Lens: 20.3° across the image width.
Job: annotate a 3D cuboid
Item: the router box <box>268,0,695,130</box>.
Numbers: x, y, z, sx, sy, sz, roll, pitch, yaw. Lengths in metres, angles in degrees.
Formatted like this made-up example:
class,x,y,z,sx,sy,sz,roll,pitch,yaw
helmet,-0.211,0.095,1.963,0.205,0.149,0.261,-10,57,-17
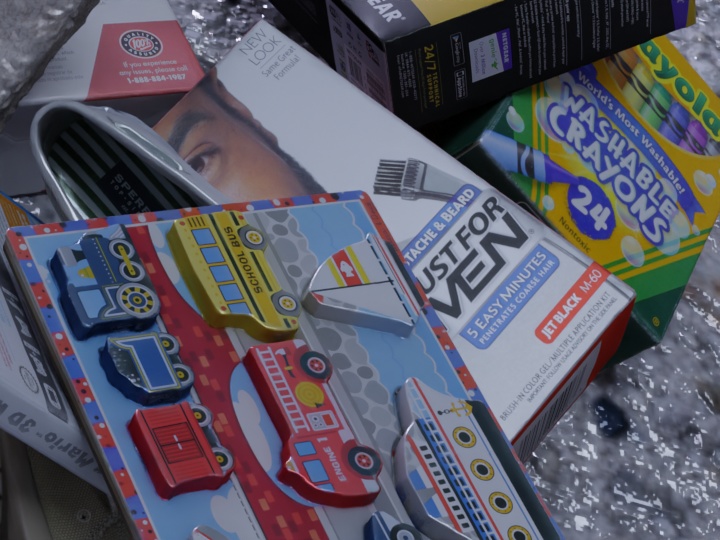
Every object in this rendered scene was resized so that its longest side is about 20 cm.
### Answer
class,x,y,z,sx,sy,sz,roll,pitch,yaw
router box,0.040,-0.154,0.949,0.157,0.052,0.200,-22,40,-16

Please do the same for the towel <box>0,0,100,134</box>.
class,x,y,z,sx,sy,sz,roll,pitch,yaw
towel,-0.190,-0.094,0.786,0.132,0.200,0.034,36,0,7

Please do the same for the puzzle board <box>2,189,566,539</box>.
class,x,y,z,sx,sy,sz,roll,pitch,yaw
puzzle board,-0.017,0.053,0.676,0.150,0.017,0.200,-9,56,-32

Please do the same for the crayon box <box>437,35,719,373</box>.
class,x,y,z,sx,sy,sz,roll,pitch,yaw
crayon box,0.116,-0.061,0.962,0.126,0.052,0.200,46,43,-13

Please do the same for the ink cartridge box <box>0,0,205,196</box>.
class,x,y,z,sx,sy,sz,roll,pitch,yaw
ink cartridge box,-0.163,-0.131,0.894,0.116,0.068,0.200,-8,58,-33

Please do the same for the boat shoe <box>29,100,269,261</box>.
class,x,y,z,sx,sy,sz,roll,pitch,yaw
boat shoe,-0.057,0.013,0.756,0.200,0.074,0.067,41,2,16

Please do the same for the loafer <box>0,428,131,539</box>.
class,x,y,z,sx,sy,sz,roll,pitch,yaw
loafer,-0.105,0.106,0.716,0.068,0.076,0.200,8,45,-35

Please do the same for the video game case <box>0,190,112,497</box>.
class,x,y,z,sx,sy,sz,roll,pitch,yaw
video game case,-0.114,0.020,0.715,0.200,0.018,0.143,41,13,-46

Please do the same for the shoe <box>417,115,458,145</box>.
class,x,y,z,sx,sy,sz,roll,pitch,yaw
shoe,0.028,-0.076,0.964,0.070,0.053,0.200,53,42,-27

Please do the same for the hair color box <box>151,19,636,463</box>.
class,x,y,z,sx,sy,sz,roll,pitch,yaw
hair color box,0.000,0.000,0.830,0.200,0.064,0.111,36,68,15
